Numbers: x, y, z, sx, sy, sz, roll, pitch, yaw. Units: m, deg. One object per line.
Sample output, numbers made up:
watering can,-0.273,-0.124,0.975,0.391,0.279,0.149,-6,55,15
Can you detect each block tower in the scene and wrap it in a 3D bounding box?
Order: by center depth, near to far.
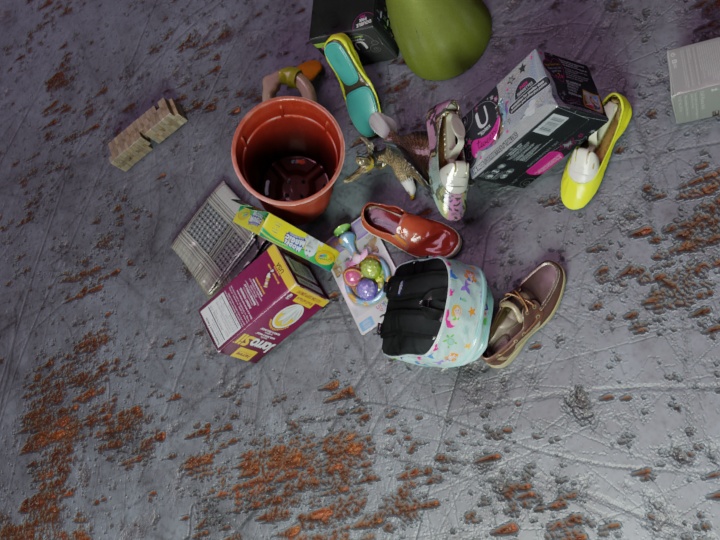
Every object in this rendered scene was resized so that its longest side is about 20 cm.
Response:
block tower,-0.494,-0.315,1.714,0.199,0.054,0.058,-36,61,13

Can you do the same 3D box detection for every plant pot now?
plant pot,0.123,-0.480,1.357,0.184,0.200,0.191,-8,72,24
plant pot,-0.125,-0.183,1.377,0.197,0.196,0.205,0,75,-1

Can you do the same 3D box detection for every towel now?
towel,-0.294,-0.061,1.546,0.193,0.034,0.200,-48,61,7

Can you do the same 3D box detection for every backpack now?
backpack,0.128,0.069,1.194,0.200,0.148,0.181,158,125,-69

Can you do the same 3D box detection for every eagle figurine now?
eagle figurine,0.093,-0.192,1.336,0.198,0.151,0.154,8,68,40

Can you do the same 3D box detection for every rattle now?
rattle,-0.119,-0.317,1.537,0.128,0.143,0.203,-17,103,16

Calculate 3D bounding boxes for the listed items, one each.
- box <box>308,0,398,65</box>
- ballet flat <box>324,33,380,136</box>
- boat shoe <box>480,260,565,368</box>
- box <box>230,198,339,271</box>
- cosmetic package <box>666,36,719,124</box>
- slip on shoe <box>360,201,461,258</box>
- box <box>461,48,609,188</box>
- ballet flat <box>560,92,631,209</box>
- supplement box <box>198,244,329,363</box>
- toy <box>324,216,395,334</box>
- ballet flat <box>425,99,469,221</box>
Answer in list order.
box,-0.005,-0.528,1.481,0.146,0.124,0.204,-2,75,28
ballet flat,-0.006,-0.358,1.421,0.066,0.202,0.067,-13,29,26
boat shoe,0.258,0.067,1.199,0.072,0.072,0.201,40,95,30
box,-0.144,-0.067,1.358,0.117,0.199,0.049,26,86,53
cosmetic package,0.574,-0.300,1.125,0.197,0.106,0.092,-7,71,27
slip on shoe,0.085,-0.072,1.329,0.197,0.061,0.075,22,84,19
box,0.271,-0.241,1.206,0.200,0.130,0.117,-41,54,46
ballet flat,0.380,-0.200,1.218,0.066,0.067,0.202,28,89,30
supplement box,-0.180,0.066,1.393,0.199,0.131,0.104,-40,62,12
toy,0.000,0.000,1.367,0.114,0.047,0.202,-34,62,15
ballet flat,0.148,-0.186,1.219,0.071,0.068,0.204,150,118,-62
